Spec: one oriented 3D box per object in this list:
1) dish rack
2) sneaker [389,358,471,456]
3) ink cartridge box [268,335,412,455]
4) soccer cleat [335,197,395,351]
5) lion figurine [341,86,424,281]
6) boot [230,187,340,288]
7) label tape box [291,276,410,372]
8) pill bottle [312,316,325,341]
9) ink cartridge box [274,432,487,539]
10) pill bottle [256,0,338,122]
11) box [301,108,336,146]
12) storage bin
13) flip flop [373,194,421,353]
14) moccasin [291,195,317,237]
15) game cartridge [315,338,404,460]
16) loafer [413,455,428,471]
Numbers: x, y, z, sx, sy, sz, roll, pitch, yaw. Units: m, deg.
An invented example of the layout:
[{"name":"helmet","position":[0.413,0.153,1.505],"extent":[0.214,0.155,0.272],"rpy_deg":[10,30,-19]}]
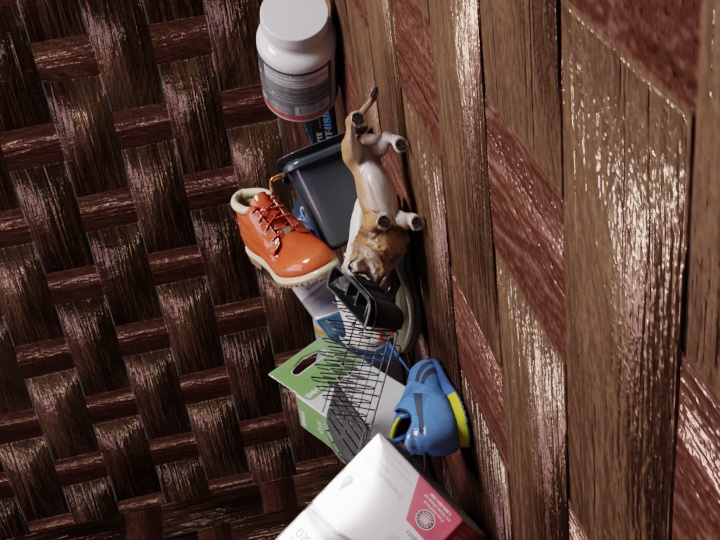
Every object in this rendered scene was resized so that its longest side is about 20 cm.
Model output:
[{"name":"dish rack","position":[-0.012,0.109,1.269],"extent":[0.153,0.055,0.200],"rpy_deg":[-134,57,-67]},{"name":"sneaker","position":[0.063,0.148,1.242],"extent":[0.200,0.078,0.066],"rpy_deg":[-117,14,-75]},{"name":"ink cartridge box","position":[-0.012,0.171,1.437],"extent":[0.200,0.104,0.059],"rpy_deg":[30,141,36]},{"name":"soccer cleat","position":[0.000,0.000,1.399],"extent":[0.069,0.078,0.200],"rpy_deg":[-4,-87,-52]},{"name":"lion figurine","position":[0.014,-0.089,1.224],"extent":[0.122,0.072,0.200],"rpy_deg":[169,95,-74]},{"name":"boot","position":[-0.104,-0.045,1.457],"extent":[0.200,0.075,0.107],"rpy_deg":[24,140,52]},{"name":"label tape box","position":[-0.027,0.062,1.539],"extent":[0.200,0.063,0.144],"rpy_deg":[51,177,39]},{"name":"pill bottle","position":[-0.012,0.100,1.727],"extent":[0.111,0.111,0.200],"rpy_deg":[-116,16,-69]},{"name":"ink cartridge box","position":[0.008,0.295,1.195],"extent":[0.146,0.200,0.085],"rpy_deg":[43,179,35]},{"name":"pill bottle","position":[-0.090,-0.311,1.629],"extent":[0.200,0.116,0.116],"rpy_deg":[92,166,-66]},{"name":"box","position":[-0.084,-0.315,1.922],"extent":[0.200,0.050,0.199],"rpy_deg":[-109,8,-47]},{"name":"storage bin","position":[-0.039,-0.098,1.518],"extent":[0.200,0.145,0.134],"rpy_deg":[161,87,-85]},{"name":"flip flop","position":[0.034,0.006,1.326],"extent":[0.081,0.058,0.200],"rpy_deg":[-110,10,-58]},{"name":"moccasin","position":[-0.066,-0.081,1.637],"extent":[0.068,0.080,0.200],"rpy_deg":[161,118,-68]},{"name":"game cartridge","position":[0.000,0.186,1.663],"extent":[0.040,0.133,0.200],"rpy_deg":[-120,19,-54]},{"name":"loafer","position":[0.054,0.235,1.563],"extent":[0.068,0.076,0.200],"rpy_deg":[95,153,-67]}]
